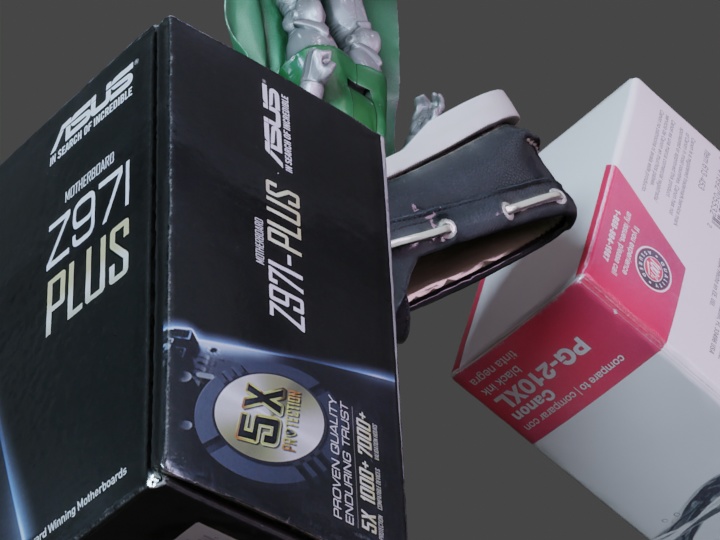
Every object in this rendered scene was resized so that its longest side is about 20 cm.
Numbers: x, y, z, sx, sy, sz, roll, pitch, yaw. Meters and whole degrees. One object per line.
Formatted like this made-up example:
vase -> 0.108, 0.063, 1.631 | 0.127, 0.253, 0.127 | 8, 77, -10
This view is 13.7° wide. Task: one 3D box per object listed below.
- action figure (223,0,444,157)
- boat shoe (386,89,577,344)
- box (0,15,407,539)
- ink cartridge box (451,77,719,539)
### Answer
action figure -> -0.009, -0.061, 1.187 | 0.118, 0.055, 0.201 | 23, 49, -39
boat shoe -> 0.000, 0.000, 1.084 | 0.200, 0.076, 0.060 | -33, 80, -30
box -> -0.083, 0.055, 0.867 | 0.086, 0.200, 0.164 | 28, 42, -31
ink cartridge box -> 0.148, 0.041, 1.241 | 0.200, 0.084, 0.145 | 40, 37, -15
